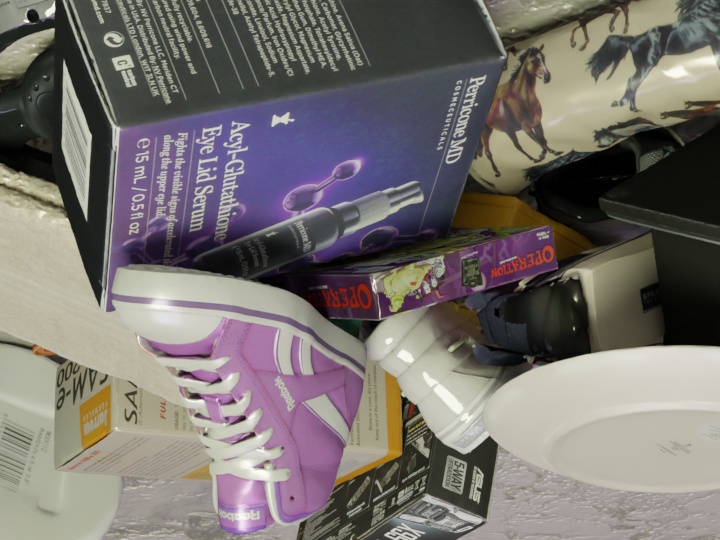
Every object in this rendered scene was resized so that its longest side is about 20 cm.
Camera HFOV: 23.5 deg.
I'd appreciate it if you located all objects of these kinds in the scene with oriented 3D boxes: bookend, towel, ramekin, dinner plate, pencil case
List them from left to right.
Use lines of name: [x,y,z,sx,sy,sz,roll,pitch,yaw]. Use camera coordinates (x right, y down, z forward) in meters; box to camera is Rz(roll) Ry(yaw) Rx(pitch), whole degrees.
ramekin: [-0.267,0.149,1.243,0.199,0.202,0.098,12,141,-30]
towel: [-0.150,0.006,0.962,0.199,0.035,0.133,22,143,8]
pencil case: [0.148,-0.105,0.939,0.199,0.078,0.089,-19,162,25]
dinner plate: [0.163,0.086,0.906,0.198,0.024,0.201,1,155,0]
bookend: [0.242,0.017,0.948,0.198,0.202,0.092,-30,-150,-32]

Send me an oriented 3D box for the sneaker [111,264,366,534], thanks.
sneaker: [-0.059,0.069,0.853,0.072,0.115,0.200,4,164,32]

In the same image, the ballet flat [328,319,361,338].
ballet flat: [-0.059,0.049,1.231,0.199,0.071,0.071,-23,148,30]

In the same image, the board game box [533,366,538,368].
board game box: [0.114,0.079,1.326,0.198,0.047,0.151,1,152,-13]

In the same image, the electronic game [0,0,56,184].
electronic game: [-0.145,-0.097,0.942,0.198,0.042,0.201,-6,146,-4]

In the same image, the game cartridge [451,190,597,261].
game cartridge: [0.083,-0.012,1.082,0.175,0.033,0.199,10,167,42]

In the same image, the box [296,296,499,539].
box: [0.027,0.124,1.184,0.049,0.159,0.200,25,144,-18]

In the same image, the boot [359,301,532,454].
boot: [0.056,0.032,1.034,0.074,0.096,0.200,-45,-177,16]

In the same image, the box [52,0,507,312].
box: [-0.046,-0.080,0.859,0.198,0.105,0.148,-13,148,-18]

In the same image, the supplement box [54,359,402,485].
supplement box: [-0.088,0.091,1.129,0.198,0.074,0.126,8,159,-27]

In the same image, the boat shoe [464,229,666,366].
boat shoe: [0.145,0.012,0.980,0.092,0.075,0.199,-6,-178,43]

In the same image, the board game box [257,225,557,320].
board game box: [0.000,0.000,0.953,0.119,0.033,0.199,-20,-169,-31]

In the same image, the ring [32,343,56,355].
ring: [-0.117,0.015,1.113,0.199,0.019,0.200,-18,175,-2]

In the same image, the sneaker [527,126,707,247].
sneaker: [0.195,-0.054,1.019,0.198,0.078,0.140,-13,166,13]
